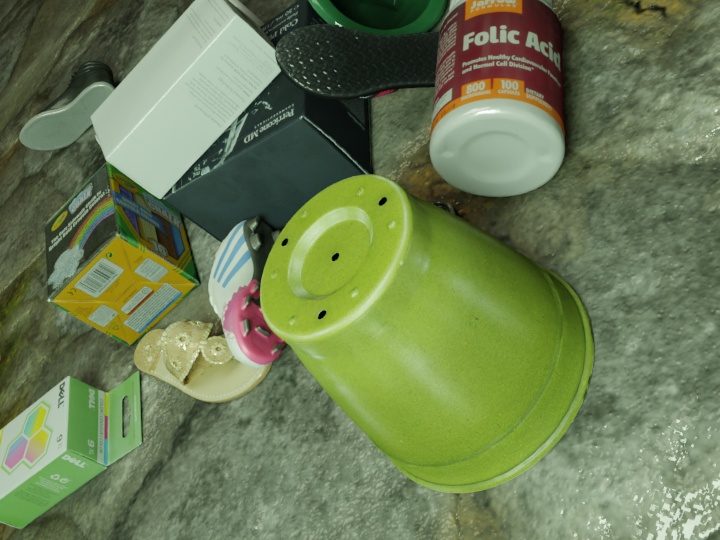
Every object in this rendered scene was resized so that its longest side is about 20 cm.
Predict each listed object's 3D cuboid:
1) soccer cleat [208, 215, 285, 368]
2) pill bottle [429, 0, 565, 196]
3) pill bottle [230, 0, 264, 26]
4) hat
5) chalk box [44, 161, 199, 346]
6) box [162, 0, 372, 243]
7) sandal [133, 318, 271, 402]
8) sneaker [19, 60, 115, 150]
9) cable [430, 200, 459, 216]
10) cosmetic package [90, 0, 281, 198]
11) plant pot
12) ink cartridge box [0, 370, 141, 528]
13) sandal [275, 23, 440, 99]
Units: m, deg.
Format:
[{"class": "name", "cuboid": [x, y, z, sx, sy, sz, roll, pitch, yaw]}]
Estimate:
[{"class": "soccer cleat", "cuboid": [-0.118, 0.032, 0.897, 0.086, 0.070, 0.200, -37, 35, 27]}, {"class": "pill bottle", "cuboid": [0.123, -0.176, 0.781, 0.114, 0.114, 0.200, -18, 50, 34]}, {"class": "pill bottle", "cuboid": [-0.204, -0.254, 1.151, 0.200, 0.120, 0.120, -49, 39, 4]}, {"class": "hat", "cuboid": [0.002, -0.301, 1.048, 0.200, 0.166, 0.176, -53, -1, -26]}, {"class": "chalk box", "cuboid": [-0.294, -0.033, 1.066, 0.125, 0.124, 0.200, -41, 39, 14]}, {"class": "box", "cuboid": [-0.099, -0.159, 0.978, 0.200, 0.124, 0.197, -26, 47, 28]}, {"class": "sandal", "cuboid": [-0.187, 0.084, 0.913, 0.212, 0.070, 0.078, 2, 62, 44]}, {"class": "sneaker", "cuboid": [-0.489, -0.279, 1.486, 0.200, 0.071, 0.099, -28, 42, 17]}, {"class": "cable", "cuboid": [0.000, 0.000, 0.814, 0.200, 0.050, 0.097, -26, 49, 29]}, {"class": "cosmetic package", "cuboid": [-0.184, -0.188, 0.922, 0.200, 0.081, 0.113, -45, 40, 10]}, {"class": "plant pot", "cuboid": [0.035, 0.034, 0.643, 0.200, 0.193, 0.201, -25, 46, 29]}, {"class": "ink cartridge box", "cuboid": [-0.335, 0.191, 0.980, 0.200, 0.059, 0.104, -35, 42, 19]}, {"class": "sandal", "cuboid": [0.010, -0.205, 0.887, 0.045, 0.200, 0.075, 157, 107, -69]}]
